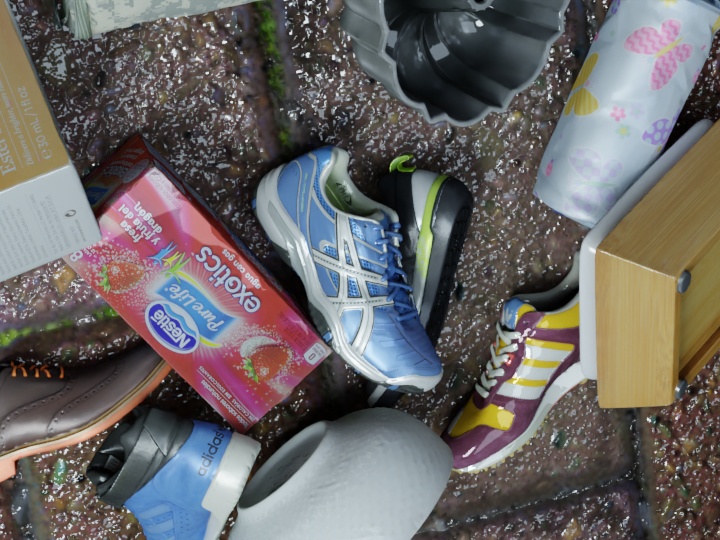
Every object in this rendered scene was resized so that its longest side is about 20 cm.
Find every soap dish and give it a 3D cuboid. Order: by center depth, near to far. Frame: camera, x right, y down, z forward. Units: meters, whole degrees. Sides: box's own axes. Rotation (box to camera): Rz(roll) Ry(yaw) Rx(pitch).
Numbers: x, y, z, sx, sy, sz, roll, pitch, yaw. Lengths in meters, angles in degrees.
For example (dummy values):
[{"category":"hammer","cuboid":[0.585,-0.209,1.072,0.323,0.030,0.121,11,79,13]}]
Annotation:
[{"category":"soap dish","cuboid":[0.245,-0.005,1.430,0.200,0.081,0.158,-43,142,-35]}]

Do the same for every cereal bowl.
[{"category":"cereal bowl","cuboid":[-0.030,0.173,1.415,0.200,0.200,0.083,-42,101,1]}]

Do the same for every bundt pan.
[{"category":"bundt pan","cuboid":[0.061,-0.209,1.349,0.201,0.076,0.203,-22,123,-38]}]

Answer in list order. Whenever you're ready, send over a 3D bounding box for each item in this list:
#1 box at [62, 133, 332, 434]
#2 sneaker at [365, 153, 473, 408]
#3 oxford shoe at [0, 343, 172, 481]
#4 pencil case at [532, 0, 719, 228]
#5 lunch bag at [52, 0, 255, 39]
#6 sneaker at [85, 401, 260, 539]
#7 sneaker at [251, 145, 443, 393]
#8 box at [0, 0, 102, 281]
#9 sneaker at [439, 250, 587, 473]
[{"category":"box","cuboid":[-0.124,0.009,1.383,0.095,0.100,0.200,-42,114,2]},{"category":"sneaker","cuboid":[0.025,0.007,1.456,0.083,0.072,0.201,20,108,14]},{"category":"oxford shoe","cuboid":[-0.232,0.095,1.399,0.199,0.071,0.073,-28,100,-11]},{"category":"pencil case","cuboid":[0.205,-0.124,1.441,0.090,0.083,0.201,18,101,-17]},{"category":"lunch bag","cuboid":[-0.125,-0.252,1.286,0.199,0.140,0.168,-15,127,-10]},{"category":"sneaker","cuboid":[-0.151,0.168,1.420,0.111,0.077,0.200,24,143,-1]},{"category":"sneaker","cuboid":[0.000,0.000,1.383,0.077,0.076,0.200,-37,87,31]},{"category":"box","cuboid":[-0.297,-0.066,1.267,0.199,0.153,0.106,-23,154,-8]},{"category":"sneaker","cuboid":[0.123,0.070,1.489,0.200,0.075,0.090,-42,116,-9]}]
